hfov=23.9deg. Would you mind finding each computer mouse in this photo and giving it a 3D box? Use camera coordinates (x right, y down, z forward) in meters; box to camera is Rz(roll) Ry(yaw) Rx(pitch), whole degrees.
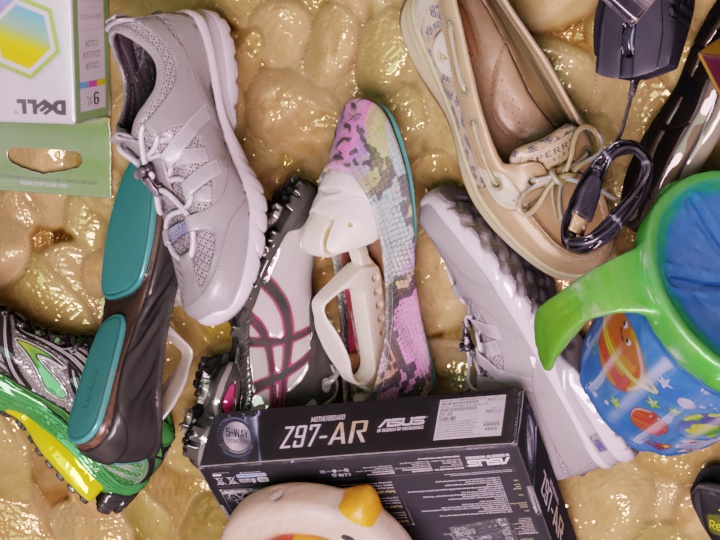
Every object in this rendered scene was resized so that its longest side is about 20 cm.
[{"bbox_3d":[0.143,-0.101,0.935,0.058,0.034,0.201,-1,59,32],"label":"computer mouse"}]

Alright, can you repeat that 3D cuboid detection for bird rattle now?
[{"bbox_3d":[-0.018,0.189,1.016,0.199,0.113,0.164,-5,123,36],"label":"bird rattle"}]

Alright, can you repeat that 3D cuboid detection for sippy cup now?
[{"bbox_3d":[0.190,0.036,0.947,0.177,0.140,0.131,32,144,-1],"label":"sippy cup"}]

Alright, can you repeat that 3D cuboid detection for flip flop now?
[{"bbox_3d":[0.214,-0.101,0.955,0.057,0.081,0.201,24,109,-8],"label":"flip flop"}]

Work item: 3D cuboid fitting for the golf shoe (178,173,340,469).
[{"bbox_3d":[-0.050,0.039,1.076,0.087,0.077,0.202,16,106,-11],"label":"golf shoe"}]

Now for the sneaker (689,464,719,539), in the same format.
[{"bbox_3d":[0.272,0.103,0.973,0.085,0.074,0.200,45,110,1],"label":"sneaker"}]

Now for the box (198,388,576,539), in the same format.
[{"bbox_3d":[0.022,0.147,1.037,0.198,0.044,0.161,-7,133,20],"label":"box"}]

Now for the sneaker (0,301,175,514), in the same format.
[{"bbox_3d":[-0.202,0.062,1.125,0.200,0.078,0.085,44,104,-5],"label":"sneaker"}]

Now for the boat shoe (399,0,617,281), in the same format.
[{"bbox_3d":[0.090,-0.086,0.985,0.073,0.063,0.201,-32,90,-21],"label":"boat shoe"}]

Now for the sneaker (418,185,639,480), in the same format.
[{"bbox_3d":[0.085,0.044,1.022,0.082,0.075,0.201,-32,89,24],"label":"sneaker"}]

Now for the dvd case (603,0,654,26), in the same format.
[{"bbox_3d":[0.151,-0.253,0.910,0.148,0.016,0.200,40,80,0],"label":"dvd case"}]

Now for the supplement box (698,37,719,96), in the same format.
[{"bbox_3d":[0.296,-0.106,0.861,0.199,0.103,0.132,-34,103,-5],"label":"supplement box"}]

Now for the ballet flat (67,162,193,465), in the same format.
[{"bbox_3d":[-0.136,0.028,1.085,0.068,0.068,0.202,-7,67,51],"label":"ballet flat"}]

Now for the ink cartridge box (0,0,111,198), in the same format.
[{"bbox_3d":[-0.218,-0.144,1.086,0.103,0.059,0.202,4,102,17],"label":"ink cartridge box"}]

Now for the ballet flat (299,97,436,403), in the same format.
[{"bbox_3d":[0.000,0.000,1.028,0.069,0.071,0.202,17,121,53],"label":"ballet flat"}]

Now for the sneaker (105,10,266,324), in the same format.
[{"bbox_3d":[-0.114,-0.062,1.018,0.075,0.081,0.202,-34,62,47],"label":"sneaker"}]
